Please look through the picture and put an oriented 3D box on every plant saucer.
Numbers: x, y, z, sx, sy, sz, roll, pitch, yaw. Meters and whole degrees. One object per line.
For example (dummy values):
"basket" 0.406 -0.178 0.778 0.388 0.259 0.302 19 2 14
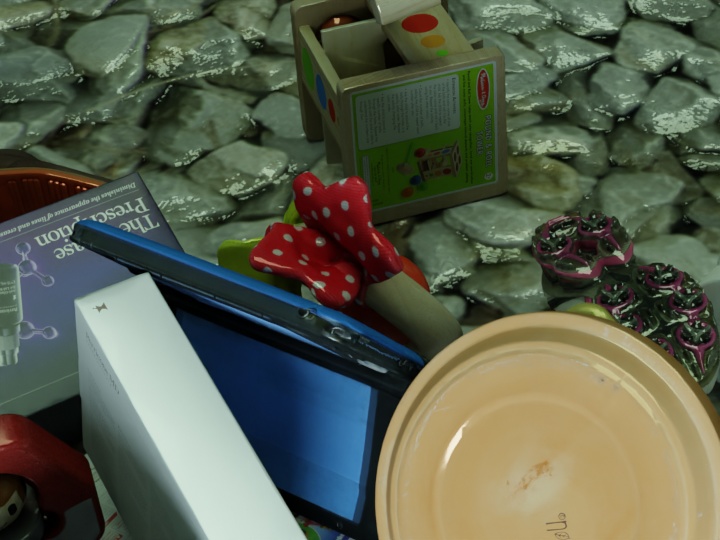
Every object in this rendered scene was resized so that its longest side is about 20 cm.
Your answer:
"plant saucer" 0.095 0.121 0.981 0.200 0.200 0.032 20 8 28

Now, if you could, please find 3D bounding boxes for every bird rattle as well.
"bird rattle" 0.000 0.000 1.229 0.113 0.163 0.200 -60 18 -15

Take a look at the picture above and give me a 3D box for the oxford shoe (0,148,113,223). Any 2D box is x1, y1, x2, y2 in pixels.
"oxford shoe" -0.241 -0.063 1.436 0.200 0.071 0.073 9 35 18

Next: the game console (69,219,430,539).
"game console" -0.072 0.068 1.112 0.200 0.171 0.118 19 85 28

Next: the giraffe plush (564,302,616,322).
"giraffe plush" 0.146 0.116 1.039 0.162 0.200 0.173 28 50 15

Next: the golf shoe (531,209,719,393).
"golf shoe" 0.178 0.037 1.227 0.073 0.092 0.200 -21 31 -8

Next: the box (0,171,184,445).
"box" -0.207 0.039 1.259 0.200 0.079 0.141 -23 68 -22

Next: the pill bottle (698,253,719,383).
"pill bottle" 0.307 -0.004 1.263 0.114 0.114 0.200 26 47 33

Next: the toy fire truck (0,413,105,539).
"toy fire truck" -0.249 0.143 1.077 0.200 0.168 0.112 -16 52 -9

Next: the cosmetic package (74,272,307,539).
"cosmetic package" -0.095 0.124 1.057 0.052 0.151 0.200 -23 58 -19

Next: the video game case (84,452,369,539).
"video game case" -0.105 0.166 1.171 0.200 0.018 0.143 19 44 28

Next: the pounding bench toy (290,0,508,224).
"pounding bench toy" 0.023 -0.166 1.430 0.124 0.200 0.156 -14 40 -11
